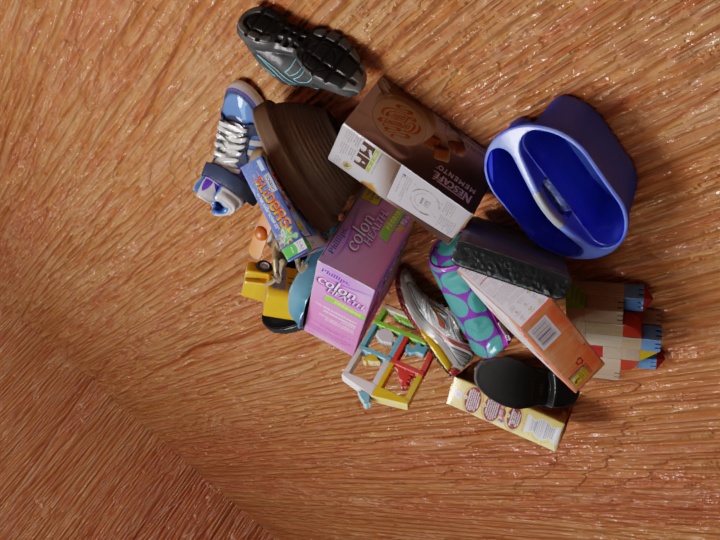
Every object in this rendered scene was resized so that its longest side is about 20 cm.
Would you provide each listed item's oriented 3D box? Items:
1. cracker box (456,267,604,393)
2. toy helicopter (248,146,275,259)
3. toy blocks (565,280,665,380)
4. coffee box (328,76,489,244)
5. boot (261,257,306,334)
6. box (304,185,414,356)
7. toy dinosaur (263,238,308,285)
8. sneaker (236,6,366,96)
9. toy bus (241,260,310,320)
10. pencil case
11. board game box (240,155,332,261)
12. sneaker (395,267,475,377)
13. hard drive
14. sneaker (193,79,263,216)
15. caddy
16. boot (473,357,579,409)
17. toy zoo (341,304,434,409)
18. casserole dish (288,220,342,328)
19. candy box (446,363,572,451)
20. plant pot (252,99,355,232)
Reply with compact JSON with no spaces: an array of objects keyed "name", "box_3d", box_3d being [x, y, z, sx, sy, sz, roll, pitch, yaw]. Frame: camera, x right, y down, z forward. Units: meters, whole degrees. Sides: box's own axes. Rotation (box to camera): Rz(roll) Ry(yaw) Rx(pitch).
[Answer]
[{"name":"cracker box","box_3d":[0.220,0.058,0.930,0.134,0.058,0.200,45,-176,-25]},{"name":"toy helicopter","box_3d":[-0.145,-0.108,1.140,0.077,0.133,0.202,14,141,28]},{"name":"toy blocks","box_3d":[0.362,0.088,0.985,0.134,0.101,0.202,3,137,21]},{"name":"coffee box","box_3d":[0.072,-0.145,0.920,0.198,0.115,0.080,35,146,0]},{"name":"boot","box_3d":[-0.135,0.038,1.348,0.207,0.080,0.159,-10,133,29]},{"name":"box","box_3d":[0.000,0.000,1.101,0.095,0.177,0.202,25,145,7]},{"name":"toy dinosaur","box_3d":[-0.118,-0.031,1.088,0.057,0.102,0.203,-5,130,-15]},{"name":"sneaker","box_3d":[-0.074,-0.283,0.936,0.198,0.076,0.080,32,161,16]},{"name":"toy bus","box_3d":[-0.109,0.043,1.222,0.195,0.079,0.066,10,131,-11]},{"name":"pencil case","box_3d":[0.175,0.038,1.079,0.092,0.085,0.202,17,146,51]},{"name":"board game box","box_3d":[-0.097,-0.087,0.986,0.034,0.200,0.137,-27,92,9]},{"name":"sneaker","box_3d":[0.127,0.078,1.192,0.202,0.082,0.078,55,179,-5]},{"name":"hard drive","box_3d":[0.194,-0.021,0.894,0.137,0.200,0.034,19,107,9]},{"name":"sneaker","box_3d":[-0.206,-0.176,1.097,0.079,0.148,0.202,24,145,15]},{"name":"caddy","box_3d":[0.237,-0.102,0.832,0.200,0.106,0.140,47,144,-17]},{"name":"boot","box_3d":[0.231,0.173,1.115,0.196,0.071,0.174,14,177,-21]},{"name":"toy zoo","box_3d":[0.055,0.160,1.229,0.129,0.201,0.021,20,145,20]},{"name":"casserole dish","box_3d":[-0.068,0.001,1.140,0.038,0.202,0.122,24,152,7]},{"name":"candy box","box_3d":[0.259,0.232,1.210,0.196,0.116,0.058,19,102,21]},{"name":"plant pot","box_3d":[-0.064,-0.166,0.997,0.092,0.202,0.202,-29,118,9]}]
